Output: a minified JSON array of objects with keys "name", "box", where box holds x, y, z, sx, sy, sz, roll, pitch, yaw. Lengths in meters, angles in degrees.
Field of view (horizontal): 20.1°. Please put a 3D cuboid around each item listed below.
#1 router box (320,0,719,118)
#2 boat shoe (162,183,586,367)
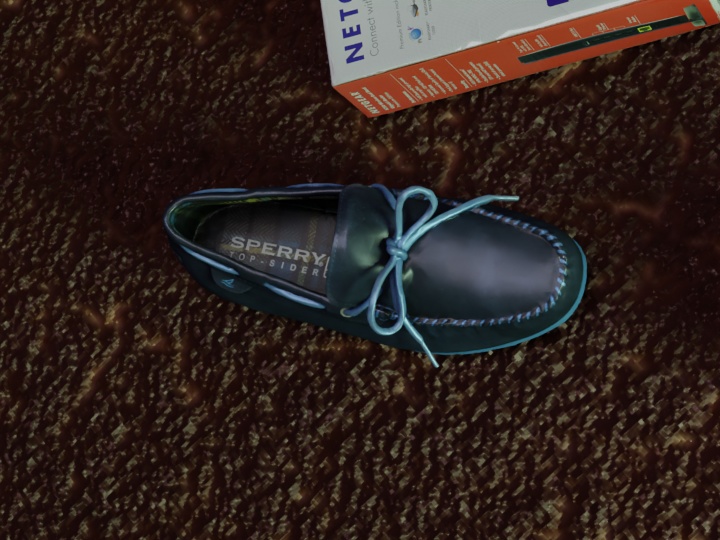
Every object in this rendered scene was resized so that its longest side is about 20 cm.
[{"name":"router box","box":[0.064,-0.191,0.960,0.179,0.049,0.201,-14,71,18]},{"name":"boat shoe","box":[0.000,0.000,0.921,0.199,0.069,0.084,-1,75,22]}]
